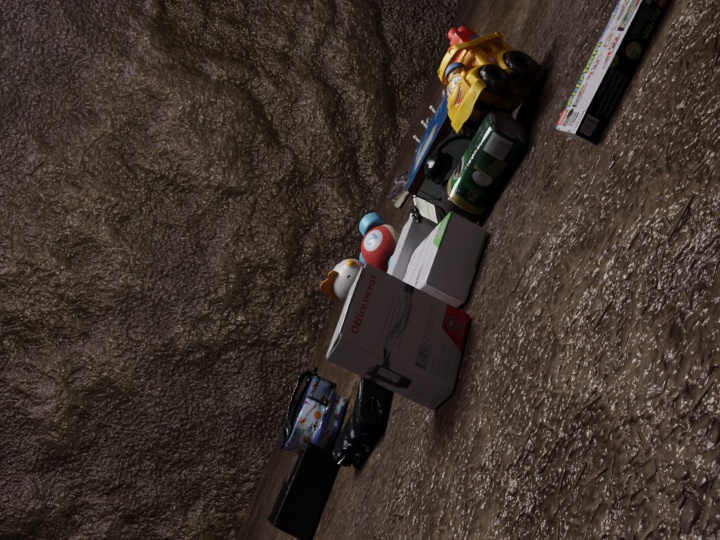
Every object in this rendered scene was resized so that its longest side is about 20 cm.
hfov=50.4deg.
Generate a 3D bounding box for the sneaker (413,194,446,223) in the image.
[{"bbox_3d":[0.165,-0.087,1.695,0.073,0.084,0.206,-10,69,35],"label":"sneaker"}]

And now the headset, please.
[{"bbox_3d":[0.174,-0.179,1.514,0.199,0.124,0.094,-42,14,13],"label":"headset"}]

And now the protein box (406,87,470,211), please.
[{"bbox_3d":[0.208,-0.269,1.642,0.201,0.132,0.202,-73,9,-52],"label":"protein box"}]

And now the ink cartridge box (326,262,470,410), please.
[{"bbox_3d":[0.060,0.104,1.209,0.084,0.196,0.148,-55,11,54],"label":"ink cartridge box"}]

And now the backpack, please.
[{"bbox_3d":[-0.131,0.395,2.012,0.192,0.151,0.202,-60,-5,-43],"label":"backpack"}]

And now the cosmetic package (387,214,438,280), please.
[{"bbox_3d":[0.115,0.001,1.551,0.204,0.111,0.081,-66,5,-23],"label":"cosmetic package"}]

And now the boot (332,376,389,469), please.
[{"bbox_3d":[0.006,0.296,1.583,0.201,0.072,0.164,-74,7,-49],"label":"boot"}]

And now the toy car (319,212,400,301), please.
[{"bbox_3d":[0.000,0.000,1.736,0.185,0.196,0.180,52,153,43],"label":"toy car"}]

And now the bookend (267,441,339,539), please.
[{"bbox_3d":[-0.137,0.526,1.830,0.200,0.090,0.203,128,166,-72],"label":"bookend"}]

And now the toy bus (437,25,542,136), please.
[{"bbox_3d":[0.217,-0.378,1.456,0.198,0.193,0.137,-28,-18,-37],"label":"toy bus"}]

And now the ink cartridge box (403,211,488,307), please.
[{"bbox_3d":[0.142,0.006,1.403,0.200,0.083,0.149,128,165,-68],"label":"ink cartridge box"}]

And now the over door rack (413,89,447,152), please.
[{"bbox_3d":[0.239,-0.506,2.592,0.149,0.065,0.203,122,170,-48],"label":"over door rack"}]

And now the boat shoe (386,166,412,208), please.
[{"bbox_3d":[0.146,-0.295,2.607,0.201,0.064,0.073,-58,8,49],"label":"boat shoe"}]

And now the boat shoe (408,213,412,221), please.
[{"bbox_3d":[0.135,-0.049,1.817,0.063,0.070,0.205,-1,-69,-60],"label":"boat shoe"}]

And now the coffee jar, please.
[{"bbox_3d":[0.224,-0.185,1.412,0.105,0.084,0.202,-78,14,-55],"label":"coffee jar"}]

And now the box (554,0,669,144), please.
[{"bbox_3d":[0.334,-0.274,1.030,0.110,0.034,0.204,-91,25,-76],"label":"box"}]
